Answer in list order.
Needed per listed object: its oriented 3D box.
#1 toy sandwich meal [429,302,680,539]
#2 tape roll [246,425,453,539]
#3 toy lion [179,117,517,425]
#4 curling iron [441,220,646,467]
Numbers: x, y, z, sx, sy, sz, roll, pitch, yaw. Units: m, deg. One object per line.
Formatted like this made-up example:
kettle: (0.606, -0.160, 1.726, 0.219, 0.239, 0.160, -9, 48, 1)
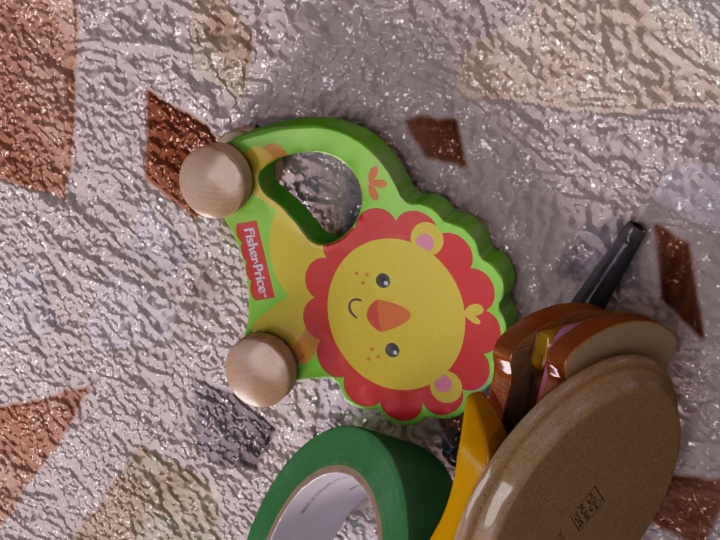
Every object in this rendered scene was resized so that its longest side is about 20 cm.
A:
toy sandwich meal: (0.108, 0.114, 1.075, 0.070, 0.204, 0.206, 35, 122, 37)
tape roll: (-0.010, 0.200, 1.163, 0.200, 0.048, 0.202, -37, 44, 44)
toy lion: (0.000, 0.000, 1.161, 0.191, 0.069, 0.201, -9, 102, 23)
curling iron: (0.113, 0.053, 1.122, 0.200, 0.049, 0.026, -54, 54, 22)
